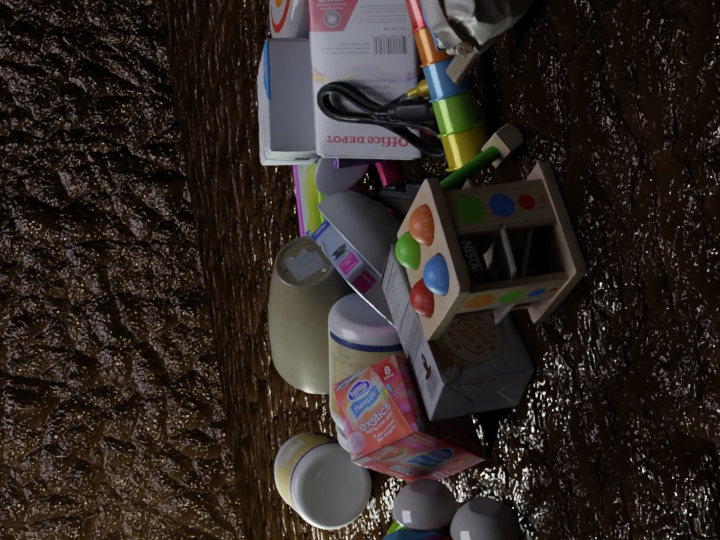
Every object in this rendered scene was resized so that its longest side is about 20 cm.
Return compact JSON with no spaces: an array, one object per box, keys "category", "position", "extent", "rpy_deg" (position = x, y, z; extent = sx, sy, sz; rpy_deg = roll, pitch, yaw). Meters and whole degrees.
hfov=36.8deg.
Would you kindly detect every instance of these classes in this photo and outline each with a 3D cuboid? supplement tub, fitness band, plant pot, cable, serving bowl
[{"category":"supplement tub","position":[-0.073,0.367,1.927],"extent":[0.200,0.143,0.148],"rpy_deg":[-175,78,-73]},{"category":"fitness band","position":[0.017,-0.117,1.610],"extent":[0.200,0.037,0.146],"rpy_deg":[-143,48,-66]},{"category":"supplement tub","position":[0.026,0.144,1.508],"extent":[0.144,0.142,0.203],"rpy_deg":[-131,37,-61]},{"category":"plant pot","position":[-0.061,0.049,1.596],"extent":[0.201,0.185,0.189],"rpy_deg":[77,173,-51]},{"category":"cable","position":[0.044,-0.188,1.298],"extent":[0.198,0.050,0.098],"rpy_deg":[6,123,32]},{"category":"serving bowl","position":[0.033,-0.037,1.427],"extent":[0.200,0.066,0.200],"rpy_deg":[44,-176,-3]}]

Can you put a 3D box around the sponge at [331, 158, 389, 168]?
[{"category":"sponge","position":[0.010,-0.243,1.451],"extent":[0.030,0.110,0.203],"rpy_deg":[-152,56,-68]}]

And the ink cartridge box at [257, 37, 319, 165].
[{"category":"ink cartridge box","position":[-0.097,-0.228,1.498],"extent":[0.200,0.085,0.149],"rpy_deg":[-177,85,-83]}]

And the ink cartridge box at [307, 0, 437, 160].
[{"category":"ink cartridge box","position":[0.018,-0.247,1.349],"extent":[0.086,0.146,0.203],"rpy_deg":[-38,-51,-61]}]

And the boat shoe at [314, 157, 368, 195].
[{"category":"boat shoe","position":[-0.013,-0.204,1.543],"extent":[0.202,0.071,0.068],"rpy_deg":[-65,27,23]}]

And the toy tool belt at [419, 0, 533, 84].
[{"category":"toy tool belt","position":[0.095,-0.308,1.131],"extent":[0.123,0.123,0.202],"rpy_deg":[127,135,-55]}]

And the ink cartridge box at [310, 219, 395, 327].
[{"category":"ink cartridge box","position":[0.000,0.000,1.448],"extent":[0.119,0.042,0.200],"rpy_deg":[44,-175,-29]}]

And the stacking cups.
[{"category":"stacking cups","position":[0.098,-0.215,1.206],"extent":[0.060,0.060,0.203],"rpy_deg":[-177,70,-73]}]

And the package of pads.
[{"category":"package of pads","position":[-0.052,-0.122,1.663],"extent":[0.154,0.067,0.203],"rpy_deg":[147,116,-70]}]

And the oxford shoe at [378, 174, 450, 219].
[{"category":"oxford shoe","position":[0.073,-0.077,1.389],"extent":[0.200,0.072,0.086],"rpy_deg":[-155,50,-74]}]

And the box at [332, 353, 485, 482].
[{"category":"box","position":[0.062,0.186,1.318],"extent":[0.200,0.094,0.104],"rpy_deg":[33,-146,-55]}]

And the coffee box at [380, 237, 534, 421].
[{"category":"coffee box","position":[0.108,0.062,1.259],"extent":[0.080,0.113,0.202],"rpy_deg":[103,155,-50]}]

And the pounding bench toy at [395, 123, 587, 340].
[{"category":"pounding bench toy","position":[0.113,-0.051,1.119],"extent":[0.125,0.154,0.202],"rpy_deg":[115,144,-61]}]

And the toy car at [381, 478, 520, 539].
[{"category":"toy car","position":[0.096,0.362,1.296],"extent":[0.198,0.149,0.177],"rpy_deg":[11,114,39]}]

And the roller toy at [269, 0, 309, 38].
[{"category":"roller toy","position":[-0.046,-0.395,1.522],"extent":[0.200,0.138,0.185],"rpy_deg":[-120,38,-60]}]
